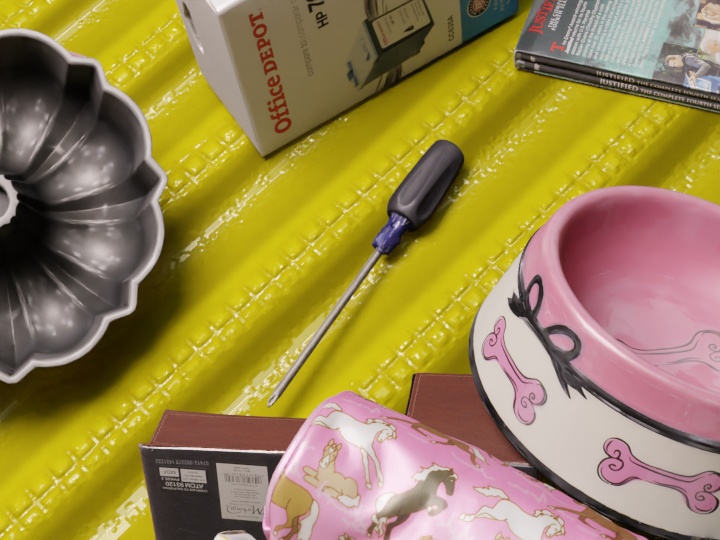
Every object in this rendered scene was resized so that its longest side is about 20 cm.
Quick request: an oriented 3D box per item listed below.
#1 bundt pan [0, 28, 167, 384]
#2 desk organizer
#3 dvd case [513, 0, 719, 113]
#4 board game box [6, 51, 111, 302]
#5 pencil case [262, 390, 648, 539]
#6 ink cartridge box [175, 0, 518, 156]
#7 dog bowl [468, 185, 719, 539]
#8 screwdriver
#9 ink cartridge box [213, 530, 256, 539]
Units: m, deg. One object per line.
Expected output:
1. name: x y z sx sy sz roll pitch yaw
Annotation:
1. bundt pan: -0.213 -0.034 0.829 0.199 0.076 0.205 1 83 -11
2. desk organizer: -0.005 0.100 0.737 0.197 0.072 0.077 1 31 10
3. dvd case: 0.212 -0.168 0.905 0.198 0.022 0.147 15 63 16
4. board game box: -0.233 -0.075 0.909 0.157 0.039 0.201 -24 59 -5
5. pencil case: 0.055 0.131 0.626 0.198 0.083 0.087 24 106 14
6. ink cartridge box: -0.008 -0.183 0.875 0.199 0.147 0.086 -32 61 -10
7. dog bowl: 0.157 0.036 0.709 0.198 0.074 0.201 11 36 -8
8. screwdriver: 0.000 0.000 0.837 0.029 0.028 0.201 13 58 51
9. ink cartridge box: -0.031 0.256 0.634 0.199 0.047 0.199 32 94 26
